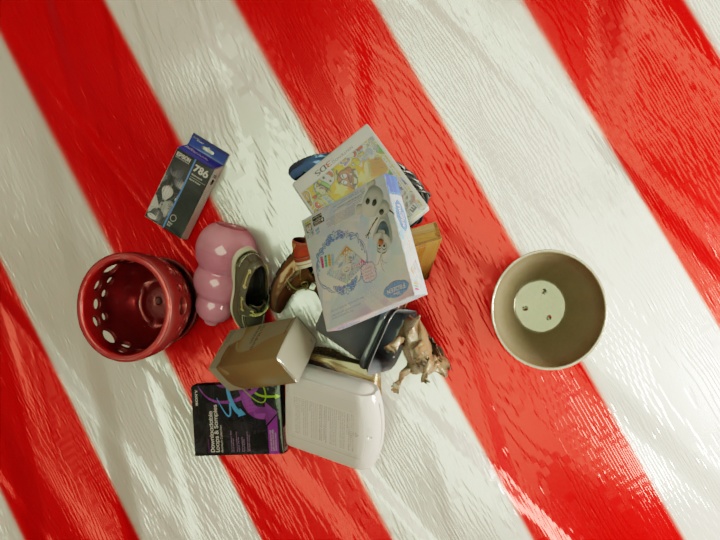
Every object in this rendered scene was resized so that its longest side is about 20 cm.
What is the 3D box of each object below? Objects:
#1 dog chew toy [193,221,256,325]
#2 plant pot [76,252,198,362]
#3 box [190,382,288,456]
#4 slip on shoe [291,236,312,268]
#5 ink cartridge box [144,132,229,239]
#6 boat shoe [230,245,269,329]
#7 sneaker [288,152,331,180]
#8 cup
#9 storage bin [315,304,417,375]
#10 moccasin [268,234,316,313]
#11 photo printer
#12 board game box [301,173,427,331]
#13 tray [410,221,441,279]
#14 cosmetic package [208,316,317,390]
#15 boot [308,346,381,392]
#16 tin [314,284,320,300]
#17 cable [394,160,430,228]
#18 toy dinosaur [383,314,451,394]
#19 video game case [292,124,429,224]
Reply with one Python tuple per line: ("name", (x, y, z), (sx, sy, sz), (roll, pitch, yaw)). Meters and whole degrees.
("dog chew toy", (-0.279, 0.010, 1.296), (0.121, 0.124, 0.206), (16, 100, 9))
("plant pot", (-0.426, 0.069, 1.284), (0.194, 0.182, 0.207), (0, 89, 9))
("box", (-0.249, 0.302, 1.328), (0.194, 0.036, 0.148), (-5, 89, 11))
("slip on shoe", (-0.041, -0.066, 1.214), (0.195, 0.074, 0.063), (-21, 106, 11))
("ink cartridge box", (-0.361, -0.178, 1.348), (0.098, 0.039, 0.204), (28, 94, 9))
("boat shoe", (-0.211, 0.053, 1.261), (0.060, 0.071, 0.206), (39, 139, 37))
("sneaker", (-0.048, -0.188, 1.279), (0.194, 0.074, 0.085), (-4, 91, 10))
("cup", (0.331, 0.067, 1.177), (0.194, 0.143, 0.207), (0, 90, 9))
("storage bin", (0.012, 0.093, 1.212), (0.132, 0.199, 0.149), (26, 94, 17))
("moccasin", (-0.111, 0.001, 1.293), (0.077, 0.074, 0.203), (36, 86, 15))
("photo printer", (-0.046, 0.274, 1.217), (0.195, 0.069, 0.172), (11, 111, 25))
("board game box", (0.001, -0.025, 1.086), (0.197, 0.043, 0.205), (-24, 73, 37))
("tray", (0.086, -0.018, 1.180), (0.096, 0.201, 0.038), (-16, 71, -7))
("cosmetic package", (-0.187, 0.161, 1.237), (0.196, 0.107, 0.072), (-15, 126, 37))
("boot", (-0.056, 0.248, 1.279), (0.195, 0.072, 0.172), (13, 99, 18))
("tin", (0.000, 0.000, 1.246), (0.198, 0.112, 0.042), (-35, 73, 8))
("cable", (0.037, -0.137, 1.244), (0.194, 0.051, 0.167), (-11, 114, 8))
("toy dinosaur", (0.105, 0.136, 1.196), (0.083, 0.137, 0.204), (3, 129, 24))
("video game case", (-0.002, -0.134, 1.178), (0.180, 0.023, 0.202), (-37, 75, 3))
